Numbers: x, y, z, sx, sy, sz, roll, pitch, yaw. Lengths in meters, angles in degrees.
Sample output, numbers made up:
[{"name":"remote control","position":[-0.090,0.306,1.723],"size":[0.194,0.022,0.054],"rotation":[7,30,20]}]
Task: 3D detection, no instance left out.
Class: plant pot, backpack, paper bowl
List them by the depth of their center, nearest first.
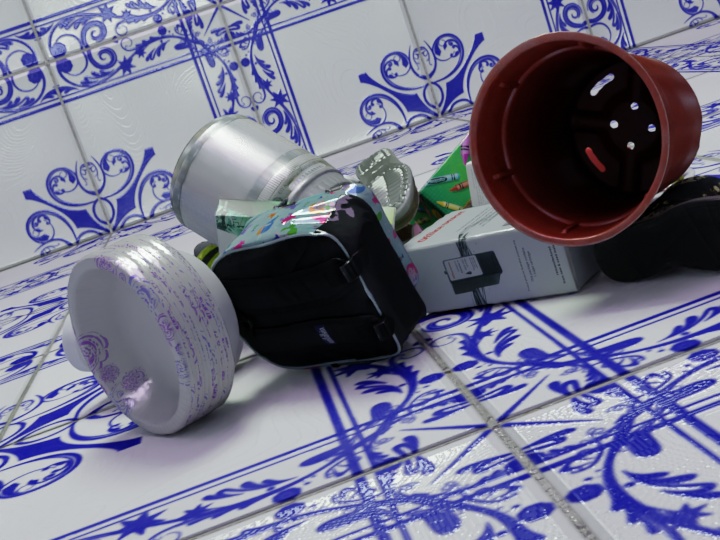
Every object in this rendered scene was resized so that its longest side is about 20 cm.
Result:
[{"name":"plant pot","position":[0.241,-0.138,1.176],"size":[0.201,0.201,0.195],"rotation":[-11,4,34]},{"name":"paper bowl","position":[-0.204,0.059,1.211],"size":[0.104,0.201,0.201],"rotation":[-29,15,-39]},{"name":"backpack","position":[-0.048,0.011,1.224],"size":[0.200,0.178,0.151],"rotation":[-16,28,32]}]

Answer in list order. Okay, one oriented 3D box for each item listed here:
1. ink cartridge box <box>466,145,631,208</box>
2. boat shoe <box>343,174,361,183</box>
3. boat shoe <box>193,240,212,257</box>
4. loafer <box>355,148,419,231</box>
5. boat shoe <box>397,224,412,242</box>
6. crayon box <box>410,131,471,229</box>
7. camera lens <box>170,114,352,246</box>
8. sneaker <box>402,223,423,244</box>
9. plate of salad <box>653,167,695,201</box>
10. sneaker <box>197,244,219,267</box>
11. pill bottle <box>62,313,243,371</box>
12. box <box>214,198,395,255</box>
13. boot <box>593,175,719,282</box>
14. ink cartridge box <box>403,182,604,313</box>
[{"name":"ink cartridge box","position":[0.234,-0.087,1.377],"size":[0.200,0.116,0.067],"rotation":[-4,14,29]},{"name":"boat shoe","position":[0.024,-0.074,1.593],"size":[0.073,0.065,0.200],"rotation":[-10,-21,21]},{"name":"boat shoe","position":[-0.185,-0.008,1.701],"size":[0.066,0.070,0.200],"rotation":[-14,-12,11]},{"name":"loafer","position":[0.043,-0.093,1.461],"size":[0.075,0.070,0.200],"rotation":[-32,22,10]},{"name":"boat shoe","position":[-0.003,-0.001,1.563],"size":[0.200,0.063,0.073],"rotation":[-15,38,31]},{"name":"crayon box","position":[0.127,-0.107,1.556],"size":[0.119,0.058,0.200],"rotation":[-50,-5,-8]},{"name":"camera lens","position":[-0.124,-0.091,1.465],"size":[0.200,0.160,0.160],"rotation":[30,36,22]},{"name":"sneaker","position":[0.000,0.000,1.460],"size":[0.200,0.082,0.070],"rotation":[-18,15,7]},{"name":"plate of salad","position":[0.333,-0.110,1.529],"size":[0.200,0.048,0.200],"rotation":[-18,11,4]},{"name":"sneaker","position":[-0.218,0.060,1.498],"size":[0.200,0.074,0.084],"rotation":[-52,-11,-17]},{"name":"pill bottle","position":[-0.247,0.076,1.380],"size":[0.200,0.112,0.112],"rotation":[-4,17,29]},{"name":"box","position":[-0.061,-0.015,1.344],"size":[0.200,0.144,0.036],"rotation":[2,45,3]},{"name":"boot","position":[0.349,-0.057,1.166],"size":[0.203,0.074,0.154],"rotation":[-14,14,46]},{"name":"ink cartridge box","position":[0.166,-0.024,1.304],"size":[0.200,0.083,0.147],"rotation":[-9,15,35]}]
